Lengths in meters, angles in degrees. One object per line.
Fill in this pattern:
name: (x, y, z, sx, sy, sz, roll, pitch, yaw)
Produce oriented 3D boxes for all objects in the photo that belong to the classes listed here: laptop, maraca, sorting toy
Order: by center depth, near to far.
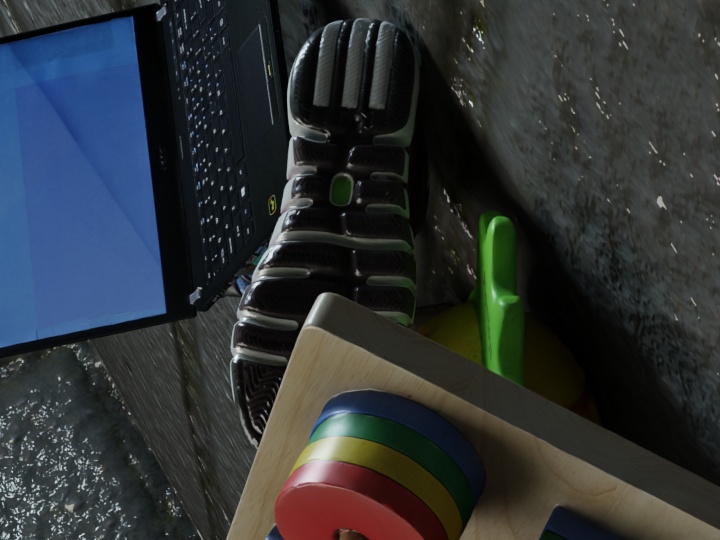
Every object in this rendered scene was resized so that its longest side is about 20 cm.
sorting toy: (0.039, 0.130, 1.023, 0.198, 0.070, 0.200, 27, 144, 5)
maraca: (0.054, 0.067, 1.108, 0.201, 0.106, 0.138, 94, 171, -46)
laptop: (-0.119, -0.072, 1.257, 0.200, 0.103, 0.179, -44, 49, 55)

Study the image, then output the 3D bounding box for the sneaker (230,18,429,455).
sneaker: (0.000, 0.000, 1.139, 0.116, 0.075, 0.202, 58, -138, -70)

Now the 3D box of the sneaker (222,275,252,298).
sneaker: (-0.049, -0.028, 1.392, 0.201, 0.089, 0.079, 62, 168, -2)

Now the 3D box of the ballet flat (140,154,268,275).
ballet flat: (-0.058, -0.033, 1.324, 0.199, 0.073, 0.073, 10, 135, 37)

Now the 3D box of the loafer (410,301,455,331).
loafer: (0.008, 0.070, 1.321, 0.200, 0.075, 0.069, 128, 131, -66)
